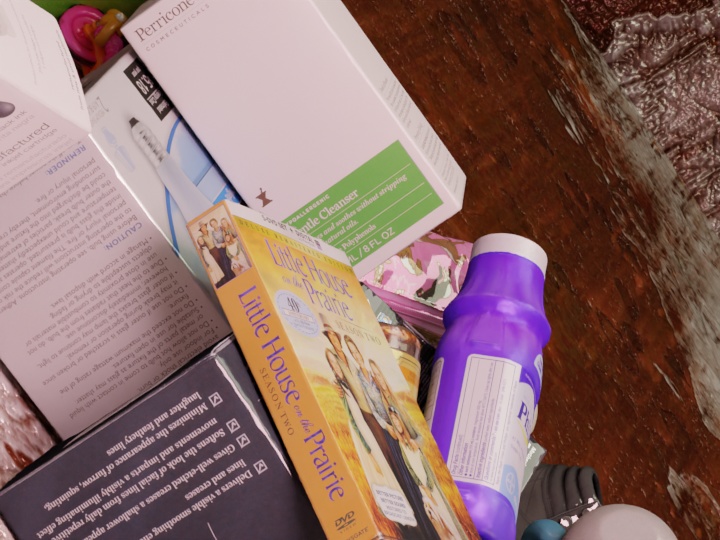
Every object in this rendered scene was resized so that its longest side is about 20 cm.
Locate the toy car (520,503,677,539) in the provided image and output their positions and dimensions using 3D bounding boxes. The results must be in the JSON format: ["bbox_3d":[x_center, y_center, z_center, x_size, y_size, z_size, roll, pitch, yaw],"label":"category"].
[{"bbox_3d":[0.114,0.241,1.746,0.149,0.175,0.200,23,48,18],"label":"toy car"}]

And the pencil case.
[{"bbox_3d":[0.000,0.000,1.699,0.199,0.086,0.083,20,68,-27],"label":"pencil case"}]

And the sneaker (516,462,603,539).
[{"bbox_3d":[0.124,0.206,1.865,0.201,0.099,0.071,-79,156,-43],"label":"sneaker"}]

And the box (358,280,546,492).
[{"bbox_3d":[0.001,0.130,1.580,0.160,0.044,0.200,42,54,-10],"label":"box"}]

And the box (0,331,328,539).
[{"bbox_3d":[-0.065,0.150,1.397,0.200,0.148,0.107,57,17,-2],"label":"box"}]

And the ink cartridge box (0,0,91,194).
[{"bbox_3d":[-0.250,-0.096,1.321,0.200,0.145,0.085,33,30,-54],"label":"ink cartridge box"}]

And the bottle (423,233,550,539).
[{"bbox_3d":[0.071,0.074,1.568,0.084,0.065,0.201,83,16,-58],"label":"bottle"}]

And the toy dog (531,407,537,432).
[{"bbox_3d":[0.009,0.107,1.724,0.194,0.140,0.200,45,16,5],"label":"toy dog"}]

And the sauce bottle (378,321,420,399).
[{"bbox_3d":[-0.006,0.129,1.508,0.066,0.066,0.201,32,60,-55],"label":"sauce bottle"}]

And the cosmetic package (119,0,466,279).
[{"bbox_3d":[-0.037,-0.097,1.572,0.200,0.107,0.085,52,13,-10],"label":"cosmetic package"}]

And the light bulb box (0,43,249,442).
[{"bbox_3d":[-0.130,-0.002,1.533,0.200,0.125,0.198,53,16,-10],"label":"light bulb box"}]

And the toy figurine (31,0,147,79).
[{"bbox_3d":[-0.127,-0.095,1.753,0.199,0.150,0.185,17,47,-32],"label":"toy figurine"}]

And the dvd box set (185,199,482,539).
[{"bbox_3d":[-0.009,0.066,1.397,0.146,0.029,0.201,25,36,-62],"label":"dvd box set"}]
